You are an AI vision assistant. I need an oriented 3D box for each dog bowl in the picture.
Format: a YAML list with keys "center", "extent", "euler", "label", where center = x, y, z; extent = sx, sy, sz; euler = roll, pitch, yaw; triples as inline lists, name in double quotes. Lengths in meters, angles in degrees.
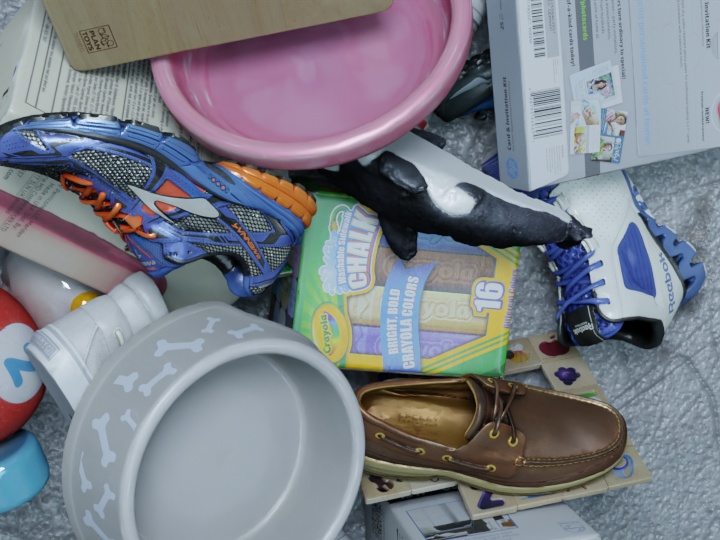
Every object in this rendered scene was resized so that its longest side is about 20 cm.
- center: [-0.083, 0.121, 0.813]
  extent: [0.200, 0.059, 0.200]
  euler: [-10, 107, -35]
  label: "dog bowl"

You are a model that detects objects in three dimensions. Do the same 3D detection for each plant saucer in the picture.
- center: [-0.029, -0.140, 0.808]
  extent: [0.200, 0.051, 0.201]
  euler: [-5, 59, 9]
  label: "plant saucer"

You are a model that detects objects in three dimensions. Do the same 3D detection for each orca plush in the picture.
- center: [0.047, -0.041, 0.853]
  extent: [0.200, 0.105, 0.071]
  euler: [18, 115, -18]
  label: "orca plush"

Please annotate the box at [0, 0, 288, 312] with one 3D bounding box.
- center: [-0.157, -0.067, 0.845]
  extent: [0.200, 0.128, 0.109]
  euler: [28, 128, -28]
  label: "box"

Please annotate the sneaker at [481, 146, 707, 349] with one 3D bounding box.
- center: [0.170, -0.010, 0.960]
  extent: [0.199, 0.081, 0.115]
  euler: [41, 53, -15]
  label: "sneaker"

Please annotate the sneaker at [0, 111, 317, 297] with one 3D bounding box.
- center: [-0.117, -0.037, 0.736]
  extent: [0.200, 0.075, 0.078]
  euler: [19, 83, -28]
  label: "sneaker"

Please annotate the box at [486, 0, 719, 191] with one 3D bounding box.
- center: [0.184, -0.150, 0.912]
  extent: [0.200, 0.041, 0.156]
  euler: [-14, 107, -25]
  label: "box"

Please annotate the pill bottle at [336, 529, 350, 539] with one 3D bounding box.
- center: [-0.058, 0.218, 0.935]
  extent: [0.109, 0.109, 0.200]
  euler: [-35, 79, -3]
  label: "pill bottle"

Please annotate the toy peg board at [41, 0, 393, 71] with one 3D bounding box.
- center: [-0.098, -0.236, 0.735]
  extent: [0.199, 0.098, 0.200]
  euler: [-11, 139, 3]
  label: "toy peg board"

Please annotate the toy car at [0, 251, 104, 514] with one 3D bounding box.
- center: [-0.218, 0.027, 0.884]
  extent: [0.200, 0.177, 0.184]
  euler: [-26, 114, -18]
  label: "toy car"

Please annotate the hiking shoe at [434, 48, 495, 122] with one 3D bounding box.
- center: [0.151, -0.136, 0.962]
  extent: [0.200, 0.074, 0.087]
  euler: [-19, 102, -7]
  label: "hiking shoe"

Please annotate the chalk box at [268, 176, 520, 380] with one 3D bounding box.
- center: [0.000, 0.000, 0.933]
  extent: [0.200, 0.124, 0.124]
  euler: [6, 99, -13]
  label: "chalk box"

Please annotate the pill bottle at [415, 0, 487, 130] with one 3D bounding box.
- center: [0.036, -0.203, 0.909]
  extent: [0.114, 0.114, 0.200]
  euler: [28, 93, -14]
  label: "pill bottle"

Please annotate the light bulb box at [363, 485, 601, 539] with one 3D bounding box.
- center: [0.086, 0.258, 0.955]
  extent: [0.125, 0.200, 0.198]
  euler: [-6, 101, -11]
  label: "light bulb box"

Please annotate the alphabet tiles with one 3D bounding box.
- center: [0.088, 0.115, 0.952]
  extent: [0.200, 0.167, 0.008]
  euler: [-10, 129, -10]
  label: "alphabet tiles"

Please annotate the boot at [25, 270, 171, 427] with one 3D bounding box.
- center: [-0.136, 0.094, 0.848]
  extent: [0.096, 0.074, 0.200]
  euler: [-36, 135, -21]
  label: "boot"

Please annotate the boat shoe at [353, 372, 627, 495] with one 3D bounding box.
- center: [0.085, 0.108, 0.885]
  extent: [0.200, 0.068, 0.072]
  euler: [3, 59, 1]
  label: "boat shoe"
